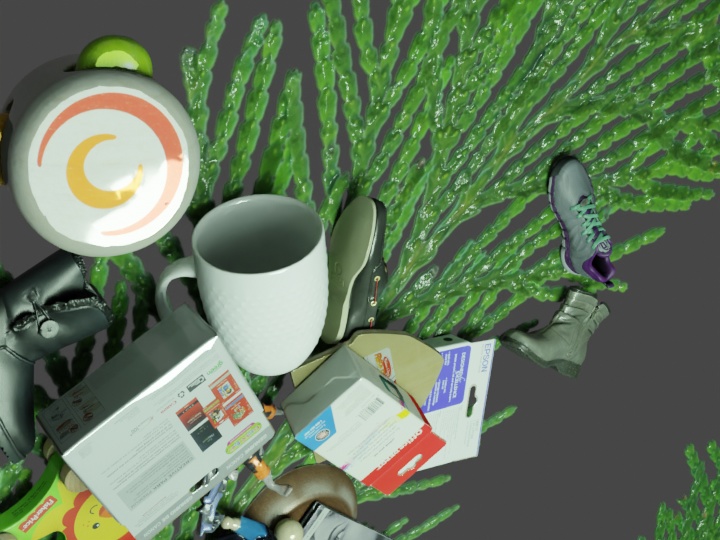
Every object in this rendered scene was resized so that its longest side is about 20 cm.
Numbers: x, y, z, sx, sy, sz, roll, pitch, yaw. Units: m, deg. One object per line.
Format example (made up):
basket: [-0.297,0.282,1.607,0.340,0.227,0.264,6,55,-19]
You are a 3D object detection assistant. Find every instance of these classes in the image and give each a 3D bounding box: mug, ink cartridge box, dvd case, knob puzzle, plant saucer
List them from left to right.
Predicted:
ink cartridge box: [-0.216,0.169,1.221,0.200,0.084,0.176,-38,131,-15]
mug: [-0.134,0.029,1.278,0.198,0.148,0.176,-4,129,-2]
plant saucer: [-0.079,0.363,1.547,0.199,0.037,0.202,-17,121,-30]
dvd case: [-0.040,0.415,1.567,0.200,0.016,0.149,37,89,-42]
ink cartridge box: [0.007,0.195,1.425,0.116,0.067,0.200,-42,131,8]
knob puzzle: [0.013,0.146,1.457,0.218,0.031,0.221,-13,128,-17]
ink cartridge box: [0.089,0.190,1.574,0.199,0.043,0.199,-8,116,-30]

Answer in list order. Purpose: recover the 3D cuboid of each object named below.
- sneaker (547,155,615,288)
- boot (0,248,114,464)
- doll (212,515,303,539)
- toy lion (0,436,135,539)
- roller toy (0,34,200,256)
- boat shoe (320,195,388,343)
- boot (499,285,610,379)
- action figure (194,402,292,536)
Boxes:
sneaker: [0.324,-0.069,1.586,0.074,0.087,0.201,-34,129,-18]
boot: [-0.336,0.091,1.189,0.167,0.076,0.201,-27,120,-18]
doll: [-0.167,0.367,1.447,0.199,0.049,0.137,-16,123,-15]
toy lion: [-0.330,0.287,1.313,0.200,0.069,0.192,-45,139,-9]
roller toy: [-0.261,-0.114,1.098,0.200,0.140,0.183,-41,120,-7]
boat shoe: [-0.001,-0.001,1.392,0.063,0.074,0.203,-4,121,-33]
boot: [0.289,0.078,1.660,0.199,0.068,0.131,21,95,-49]
action figure: [-0.170,0.223,1.367,0.193,0.104,0.201,25,72,-37]
